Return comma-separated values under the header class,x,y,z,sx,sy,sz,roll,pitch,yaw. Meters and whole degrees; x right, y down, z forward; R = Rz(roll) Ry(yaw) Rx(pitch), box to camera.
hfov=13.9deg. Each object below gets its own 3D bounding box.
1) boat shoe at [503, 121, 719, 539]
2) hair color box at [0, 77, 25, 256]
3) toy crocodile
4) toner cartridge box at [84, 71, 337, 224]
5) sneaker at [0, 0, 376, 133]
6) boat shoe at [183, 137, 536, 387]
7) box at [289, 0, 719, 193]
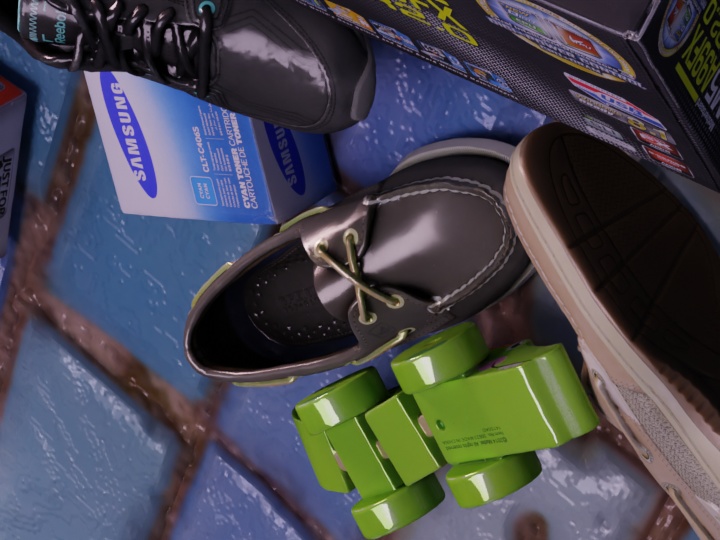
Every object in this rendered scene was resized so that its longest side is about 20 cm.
class,x,y,z,sx,sy,sz,roll,pitch,yaw
boat shoe,0.113,0.036,1.132,0.200,0.072,0.065,52,137,-4
hair color box,-0.244,-0.017,1.323,0.061,0.200,0.102,35,134,23
toy crocodile,0.032,0.061,1.209,0.200,0.062,0.068,-24,96,57
toner cartridge box,-0.078,-0.120,1.232,0.095,0.043,0.200,5,118,42
sneaker,-0.085,-0.096,1.165,0.200,0.079,0.075,25,128,28
boat shoe,0.002,0.003,1.221,0.202,0.060,0.072,-24,97,48
box,0.037,-0.105,1.020,0.200,0.044,0.160,26,173,23
